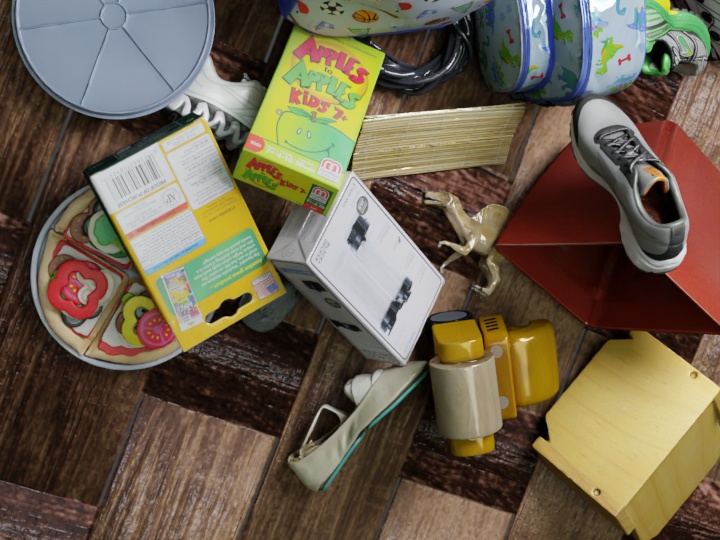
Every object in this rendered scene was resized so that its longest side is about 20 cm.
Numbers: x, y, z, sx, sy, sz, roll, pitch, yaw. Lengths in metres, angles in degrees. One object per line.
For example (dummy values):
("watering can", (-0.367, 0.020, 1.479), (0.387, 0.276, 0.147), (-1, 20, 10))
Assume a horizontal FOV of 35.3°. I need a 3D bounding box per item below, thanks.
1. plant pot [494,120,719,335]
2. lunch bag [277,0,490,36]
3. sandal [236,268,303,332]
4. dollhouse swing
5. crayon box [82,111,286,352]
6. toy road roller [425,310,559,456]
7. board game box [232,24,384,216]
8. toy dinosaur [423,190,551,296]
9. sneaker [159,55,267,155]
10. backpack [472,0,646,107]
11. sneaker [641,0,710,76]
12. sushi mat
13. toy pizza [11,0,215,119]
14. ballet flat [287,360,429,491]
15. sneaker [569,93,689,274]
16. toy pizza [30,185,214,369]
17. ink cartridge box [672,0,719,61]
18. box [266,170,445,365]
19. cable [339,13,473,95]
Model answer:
("plant pot", (0.307, -0.055, 1.277), (0.200, 0.199, 0.178), (37, 68, -34))
("lunch bag", (0.028, -0.300, 1.111), (0.198, 0.170, 0.125), (-14, 90, -18))
("sandal", (-0.056, -0.014, 1.232), (0.075, 0.045, 0.201), (40, 83, -20))
("dollhouse swing", (0.343, 0.213, 1.418), (0.181, 0.176, 0.200), (39, 82, 21))
("crayon box", (-0.173, -0.038, 1.127), (0.125, 0.052, 0.201), (-30, 112, -13))
("toy road roller", (0.150, 0.111, 1.247), (0.144, 0.200, 0.124), (-8, 101, 3))
("board game box", (-0.049, -0.160, 1.142), (0.101, 0.048, 0.201), (22, 52, -6))
("toy dinosaur", (0.155, -0.022, 1.303), (0.199, 0.058, 0.102), (26, 87, -22))
("sneaker", (-0.108, -0.154, 1.182), (0.199, 0.075, 0.082), (28, 79, -22))
("backpack", (0.209, -0.265, 1.212), (0.145, 0.200, 0.185), (-11, 102, -18))
("sneaker", (0.341, -0.255, 1.297), (0.199, 0.077, 0.086), (11, 75, -48))
("sushi mat", (0.084, -0.143, 1.253), (0.198, 0.096, 0.012), (-8, 55, -19))
("toy pizza", (-0.244, -0.251, 1.125), (0.198, 0.032, 0.203), (0, 91, -8))
("ballet flat", (-0.008, 0.159, 1.248), (0.069, 0.070, 0.200), (36, 103, -21))
("sneaker", (0.271, -0.099, 1.116), (0.073, 0.080, 0.202), (-17, 63, -10))
("toy pizza", (-0.237, 0.005, 1.168), (0.198, 0.032, 0.203), (-3, 98, -20))
("ink cartridge box", (0.403, -0.340, 1.330), (0.044, 0.094, 0.201), (-41, 108, -10))
("box", (0.000, 0.000, 1.197), (0.200, 0.060, 0.117), (46, 61, -40))
("cable", (0.044, -0.288, 1.234), (0.199, 0.051, 0.164), (33, 81, -17))
